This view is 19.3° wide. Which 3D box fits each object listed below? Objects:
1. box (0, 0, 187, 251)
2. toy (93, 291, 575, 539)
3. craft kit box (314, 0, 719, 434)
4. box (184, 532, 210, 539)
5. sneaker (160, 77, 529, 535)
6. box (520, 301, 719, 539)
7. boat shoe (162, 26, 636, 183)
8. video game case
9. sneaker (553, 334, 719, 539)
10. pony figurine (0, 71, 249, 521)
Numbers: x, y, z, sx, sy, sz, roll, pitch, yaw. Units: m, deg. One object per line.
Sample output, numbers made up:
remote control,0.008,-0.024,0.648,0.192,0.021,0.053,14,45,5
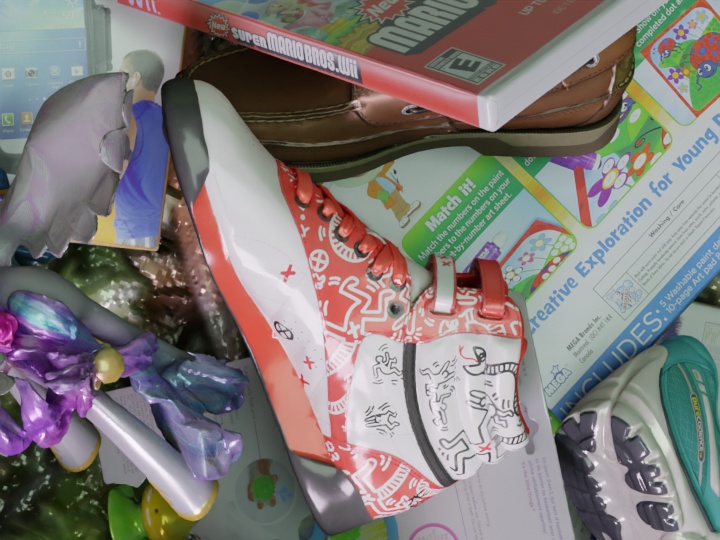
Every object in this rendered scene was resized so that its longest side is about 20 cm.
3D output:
box,-0.133,-0.115,0.905,0.118,0.041,0.202,6,95,-16
toy,-0.012,0.090,0.921,0.198,0.047,0.116,-13,78,8
craft kit box,0.086,-0.066,0.946,0.198,0.049,0.200,45,82,-3
box,-0.047,0.230,0.866,0.157,0.050,0.201,28,91,-25
sneaker,0.000,0.000,0.844,0.107,0.067,0.203,-21,109,2
box,0.148,0.086,1.003,0.198,0.036,0.146,12,91,-15
boat shoe,0.016,-0.087,0.876,0.198,0.072,0.068,-8,141,-13
video game case,0.017,-0.120,0.852,0.143,0.199,0.018,-38,135,-36
sneaker,0.151,0.119,0.938,0.080,0.077,0.201,-42,130,-32
pony figurine,-0.133,0.018,0.816,0.200,0.192,0.167,42,73,-33
